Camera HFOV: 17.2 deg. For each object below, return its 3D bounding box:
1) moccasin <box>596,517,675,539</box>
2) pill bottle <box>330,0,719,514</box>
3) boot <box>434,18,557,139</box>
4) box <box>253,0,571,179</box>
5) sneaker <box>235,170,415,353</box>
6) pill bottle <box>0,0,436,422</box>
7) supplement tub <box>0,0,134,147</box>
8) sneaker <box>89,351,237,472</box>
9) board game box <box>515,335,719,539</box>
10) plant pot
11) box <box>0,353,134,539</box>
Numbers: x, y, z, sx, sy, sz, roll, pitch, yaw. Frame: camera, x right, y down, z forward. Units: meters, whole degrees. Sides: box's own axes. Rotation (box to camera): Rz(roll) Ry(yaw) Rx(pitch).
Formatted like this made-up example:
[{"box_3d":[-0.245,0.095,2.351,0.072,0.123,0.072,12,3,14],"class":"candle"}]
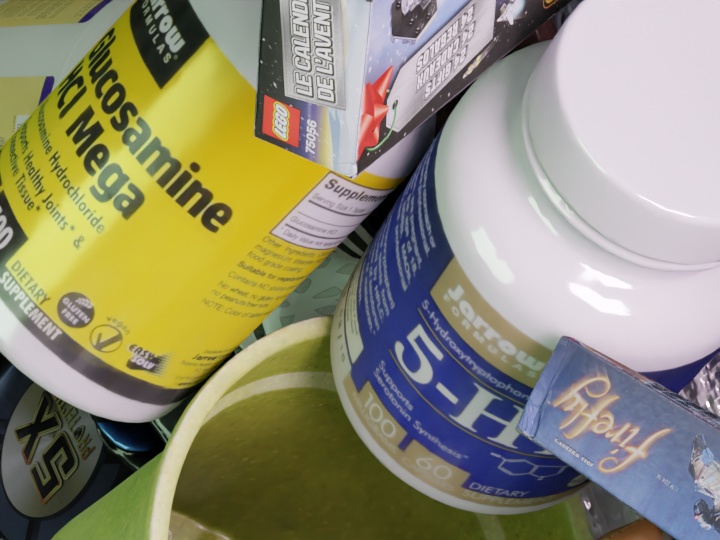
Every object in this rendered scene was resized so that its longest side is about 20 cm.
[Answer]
[{"box_3d":[0.091,0.129,0.815,0.201,0.077,0.074,28,-139,-76],"class":"moccasin"},{"box_3d":[0.072,-0.008,0.804,0.120,0.119,0.200,65,153,20],"class":"pill bottle"},{"box_3d":[0.047,-0.138,0.873,0.167,0.072,0.200,63,153,-2],"class":"boot"},{"box_3d":[0.041,-0.133,0.717,0.040,0.200,0.137,23,129,23],"class":"box"},{"box_3d":[0.000,0.000,0.986,0.115,0.076,0.201,11,162,23],"class":"sneaker"},{"box_3d":[-0.047,-0.049,0.844,0.200,0.112,0.113,-45,56,20],"class":"pill bottle"},{"box_3d":[-0.125,-0.060,1.113,0.200,0.145,0.146,5,109,52],"class":"supplement tub"},{"box_3d":[-0.093,0.027,1.166,0.200,0.111,0.073,57,148,33],"class":"sneaker"},{"box_3d":[0.150,0.090,0.691,0.035,0.135,0.200,-60,35,3],"class":"board game box"},{"box_3d":[-0.040,0.138,0.933,0.184,0.200,0.201,-27,79,51],"class":"plant pot"},{"box_3d":[-0.175,0.068,1.241,0.200,0.163,0.086,57,153,-1],"class":"box"}]
